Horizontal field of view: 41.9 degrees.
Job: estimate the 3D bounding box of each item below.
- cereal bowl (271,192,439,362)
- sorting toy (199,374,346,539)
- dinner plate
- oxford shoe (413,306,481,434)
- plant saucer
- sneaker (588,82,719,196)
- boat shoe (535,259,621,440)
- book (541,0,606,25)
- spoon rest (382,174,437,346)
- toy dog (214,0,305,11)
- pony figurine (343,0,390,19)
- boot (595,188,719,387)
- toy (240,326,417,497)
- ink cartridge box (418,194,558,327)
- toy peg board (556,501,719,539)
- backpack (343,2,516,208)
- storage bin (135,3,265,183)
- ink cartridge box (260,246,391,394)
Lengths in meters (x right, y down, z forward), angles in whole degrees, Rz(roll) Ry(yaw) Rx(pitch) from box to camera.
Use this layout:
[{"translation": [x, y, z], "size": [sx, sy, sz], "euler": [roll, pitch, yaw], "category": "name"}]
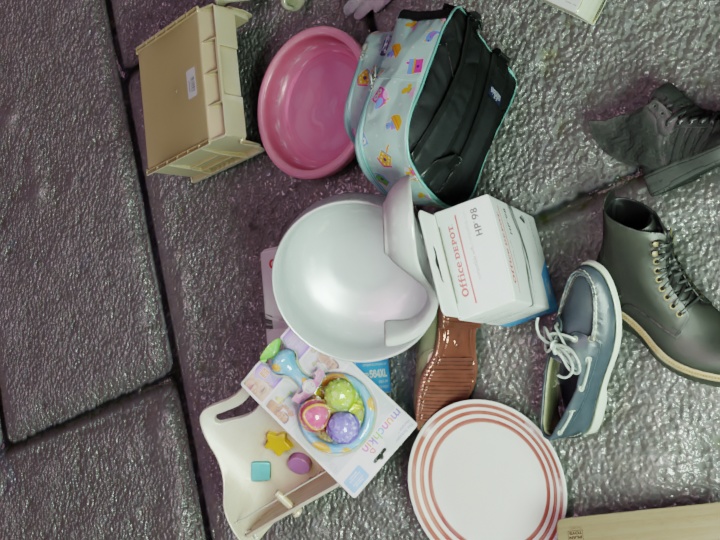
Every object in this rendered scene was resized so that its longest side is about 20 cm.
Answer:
[{"translation": [0.000, 0.000, 1.091], "size": [0.197, 0.083, 0.202], "euler": [4, 115, 9], "category": "cereal bowl"}, {"translation": [-0.115, 0.226, 1.205], "size": [0.199, 0.107, 0.181], "euler": [-35, 98, 30], "category": "sorting toy"}, {"translation": [0.146, 0.248, 1.086], "size": [0.198, 0.024, 0.203], "euler": [1, 92, 32], "category": "dinner plate"}, {"translation": [0.099, 0.096, 1.128], "size": [0.074, 0.070, 0.202], "euler": [-143, 64, -63], "category": "oxford shoe"}, {"translation": [-0.052, -0.221, 1.259], "size": [0.199, 0.051, 0.203], "euler": [-2, 87, 38], "category": "plant saucer"}, {"translation": [0.320, -0.143, 0.934], "size": [0.199, 0.059, 0.105], "euler": [-31, 76, 57], "category": "sneaker"}, {"translation": [0.221, 0.087, 0.981], "size": [0.075, 0.061, 0.202], "euler": [-134, 40, -52], "category": "boat shoe"}, {"translation": [0.246, -0.394, 1.039], "size": [0.133, 0.048, 0.202], "euler": [38, 109, 35], "category": "book"}, {"translation": [0.053, -0.008, 0.990], "size": [0.100, 0.060, 0.202], "euler": [-91, 1, -51], "category": "spoon rest"}, {"translation": [-0.170, -0.469, 1.313], "size": [0.198, 0.139, 0.196], "euler": [15, 84, 37], "category": "toy dog"}, {"translation": [0.020, -0.438, 1.168], "size": [0.192, 0.166, 0.202], "euler": [-26, 56, 26], "category": "pony figurine"}, {"translation": [0.305, 0.019, 0.906], "size": [0.199, 0.077, 0.139], "euler": [31, 148, 34], "category": "boot"}, {"translation": [-0.045, 0.157, 1.115], "size": [0.200, 0.047, 0.115], "euler": [42, 90, 20], "category": "toy"}, {"translation": [0.140, -0.008, 0.999], "size": [0.066, 0.199, 0.117], "euler": [-19, 77, 25], "category": "ink cartridge box"}, {"translation": [0.311, 0.346, 0.934], "size": [0.198, 0.097, 0.202], "euler": [-17, 62, 36], "category": "toy peg board"}, {"translation": [0.071, -0.172, 1.056], "size": [0.152, 0.176, 0.202], "euler": [1, 67, 34], "category": "backpack"}, {"translation": [-0.230, -0.253, 1.356], "size": [0.197, 0.093, 0.203], "euler": [-15, 78, 45], "category": "storage bin"}, {"translation": [-0.046, 0.064, 1.217], "size": [0.145, 0.084, 0.203], "euler": [-9, 81, 36], "category": "ink cartridge box"}]
